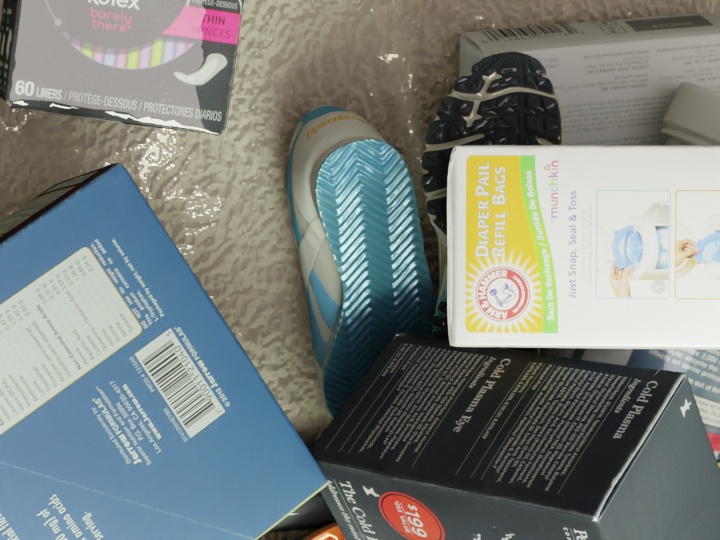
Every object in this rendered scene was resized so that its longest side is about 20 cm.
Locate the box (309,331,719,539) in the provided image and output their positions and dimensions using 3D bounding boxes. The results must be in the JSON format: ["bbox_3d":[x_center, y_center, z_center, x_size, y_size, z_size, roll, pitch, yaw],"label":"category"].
[{"bbox_3d":[0.099,0.147,1.022,0.104,0.182,0.200,-53,132,-34],"label":"box"}]

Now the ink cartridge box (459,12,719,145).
[{"bbox_3d":[0.140,-0.051,1.169,0.159,0.047,0.201,-7,117,-14],"label":"ink cartridge box"}]

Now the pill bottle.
[{"bbox_3d":[0.187,0.002,1.107,0.119,0.120,0.201,21,97,-16],"label":"pill bottle"}]

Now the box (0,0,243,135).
[{"bbox_3d":[-0.125,-0.182,1.040,0.122,0.106,0.201,6,97,-15],"label":"box"}]

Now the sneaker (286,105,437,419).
[{"bbox_3d":[0.000,0.000,1.119,0.076,0.081,0.201,-11,121,-14],"label":"sneaker"}]

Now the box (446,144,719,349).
[{"bbox_3d":[0.145,-0.013,0.993,0.199,0.112,0.102,0,92,4],"label":"box"}]

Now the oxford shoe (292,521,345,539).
[{"bbox_3d":[-0.033,0.184,1.135,0.199,0.073,0.072,-21,102,-6],"label":"oxford shoe"}]

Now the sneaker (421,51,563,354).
[{"bbox_3d":[0.075,-0.024,1.101,0.077,0.086,0.201,7,93,11],"label":"sneaker"}]

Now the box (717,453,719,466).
[{"bbox_3d":[0.234,0.144,1.175,0.200,0.035,0.110,-38,111,-30],"label":"box"}]

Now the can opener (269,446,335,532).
[{"bbox_3d":[-0.061,0.129,1.124,0.199,0.066,0.053,-1,74,-18],"label":"can opener"}]

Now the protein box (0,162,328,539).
[{"bbox_3d":[-0.165,0.086,0.983,0.200,0.135,0.199,-36,101,-20],"label":"protein box"}]
